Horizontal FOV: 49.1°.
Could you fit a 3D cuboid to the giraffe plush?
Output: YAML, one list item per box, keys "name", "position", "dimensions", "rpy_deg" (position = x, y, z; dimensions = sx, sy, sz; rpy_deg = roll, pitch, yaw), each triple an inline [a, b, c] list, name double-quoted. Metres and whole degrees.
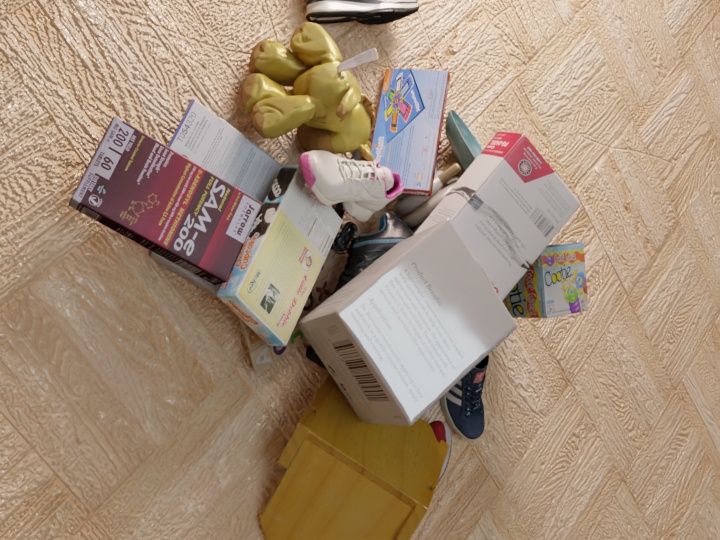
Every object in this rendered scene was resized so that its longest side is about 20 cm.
- name: "giraffe plush"
  position: [-0.048, -0.223, 1.084]
  dimensions: [0.163, 0.195, 0.177]
  rpy_deg: [55, 38, -59]

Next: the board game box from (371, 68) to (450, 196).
- name: "board game box"
  position: [0.071, -0.210, 1.181]
  dimensions: [0.020, 0.100, 0.205]
  rpy_deg: [63, 36, -66]

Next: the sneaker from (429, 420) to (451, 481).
- name: "sneaker"
  position: [0.057, 0.293, 1.169]
  dimensions: [0.112, 0.070, 0.202]
  rpy_deg: [44, 66, -30]

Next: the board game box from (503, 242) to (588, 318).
- name: "board game box"
  position: [0.246, 0.018, 1.245]
  dimensions: [0.103, 0.198, 0.106]
  rpy_deg: [-6, 91, -35]

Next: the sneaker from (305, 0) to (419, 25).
- name: "sneaker"
  position: [0.002, -0.430, 1.164]
  dimensions: [0.197, 0.075, 0.119]
  rpy_deg: [-11, 96, -34]

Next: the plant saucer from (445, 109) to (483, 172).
- name: "plant saucer"
  position: [0.188, -0.163, 1.254]
  dimensions: [0.201, 0.027, 0.202]
  rpy_deg: [50, 18, -23]

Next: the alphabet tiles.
- name: "alphabet tiles"
  position: [-0.106, 0.011, 1.063]
  dimensions: [0.166, 0.007, 0.205]
  rpy_deg: [-32, 119, -41]

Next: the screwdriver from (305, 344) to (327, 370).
- name: "screwdriver"
  position: [0.000, 0.158, 1.157]
  dimensions: [0.198, 0.028, 0.030]
  rpy_deg: [34, 40, -27]

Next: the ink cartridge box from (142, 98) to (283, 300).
- name: "ink cartridge box"
  position: [-0.187, -0.081, 1.025]
  dimensions: [0.198, 0.043, 0.200]
  rpy_deg: [35, 70, -29]

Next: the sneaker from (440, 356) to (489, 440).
- name: "sneaker"
  position: [0.172, 0.176, 1.252]
  dimensions: [0.074, 0.084, 0.205]
  rpy_deg: [-22, 101, -35]

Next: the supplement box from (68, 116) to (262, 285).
- name: "supplement box"
  position: [-0.227, -0.078, 0.929]
  dimensions: [0.197, 0.061, 0.111]
  rpy_deg: [29, 75, -21]

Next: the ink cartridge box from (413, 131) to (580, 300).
- name: "ink cartridge box"
  position: [0.192, -0.071, 1.120]
  dimensions: [0.145, 0.083, 0.201]
  rpy_deg: [43, 86, -23]

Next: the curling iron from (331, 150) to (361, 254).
- name: "curling iron"
  position: [-0.012, -0.121, 1.168]
  dimensions: [0.049, 0.025, 0.205]
  rpy_deg: [19, 77, -37]

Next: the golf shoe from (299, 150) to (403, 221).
- name: "golf shoe"
  position: [-0.010, -0.126, 1.056]
  dimensions: [0.199, 0.090, 0.077]
  rpy_deg: [15, 56, -63]

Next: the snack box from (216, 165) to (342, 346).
- name: "snack box"
  position: [-0.099, -0.020, 1.021]
  dimensions: [0.117, 0.036, 0.203]
  rpy_deg: [50, 53, -41]

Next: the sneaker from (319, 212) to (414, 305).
- name: "sneaker"
  position: [0.000, 0.000, 1.134]
  dimensions: [0.199, 0.073, 0.082]
  rpy_deg: [-42, 93, -23]

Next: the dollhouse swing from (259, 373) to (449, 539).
- name: "dollhouse swing"
  position: [-0.014, 0.291, 1.085]
  dimensions: [0.197, 0.178, 0.182]
  rpy_deg: [30, 33, 4]

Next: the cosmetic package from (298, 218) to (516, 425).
- name: "cosmetic package"
  position: [0.057, 0.069, 1.013]
  dimensions: [0.199, 0.164, 0.167]
  rpy_deg: [-36, 95, -23]

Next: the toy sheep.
- name: "toy sheep"
  position: [0.119, -0.091, 1.201]
  dimensions: [0.137, 0.137, 0.202]
  rpy_deg: [-37, 95, -31]
